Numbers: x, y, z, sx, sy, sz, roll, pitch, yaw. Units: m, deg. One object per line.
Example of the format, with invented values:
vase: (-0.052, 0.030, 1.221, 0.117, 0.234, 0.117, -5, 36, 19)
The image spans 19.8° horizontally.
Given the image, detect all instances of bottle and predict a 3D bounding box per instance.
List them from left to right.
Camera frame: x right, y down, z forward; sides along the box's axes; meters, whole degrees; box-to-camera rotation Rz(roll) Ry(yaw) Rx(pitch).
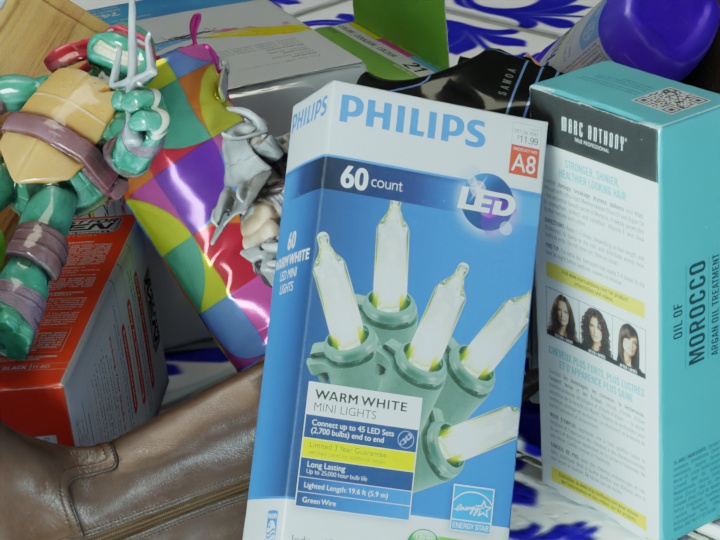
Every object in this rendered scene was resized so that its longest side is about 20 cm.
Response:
bottle: (0.135, -0.112, 1.260, 0.084, 0.065, 0.200, -52, 7, -35)

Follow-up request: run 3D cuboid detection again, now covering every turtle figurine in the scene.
turtle figurine: (-0.142, -0.063, 0.943, 0.149, 0.101, 0.201, 13, 63, 32)

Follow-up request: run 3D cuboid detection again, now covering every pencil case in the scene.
pencil case: (-0.064, -0.025, 1.048, 0.088, 0.201, 0.088, -32, 3, 2)

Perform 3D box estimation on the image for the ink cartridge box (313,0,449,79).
ink cartridge box: (-0.007, -0.132, 1.284, 0.075, 0.201, 0.148, -14, 25, -21)

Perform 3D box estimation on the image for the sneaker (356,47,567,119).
sneaker: (0.093, -0.073, 0.992, 0.199, 0.070, 0.078, -6, 53, -18)

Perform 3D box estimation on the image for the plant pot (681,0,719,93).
plant pot: (0.267, -0.110, 1.245, 0.186, 0.188, 0.200, -24, 16, -38)

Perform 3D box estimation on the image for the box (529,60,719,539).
box: (0.122, 0.014, 0.922, 0.049, 0.201, 0.082, -20, 28, -33)

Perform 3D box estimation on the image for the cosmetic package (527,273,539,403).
cosmetic package: (0.156, -0.013, 1.100, 0.090, 0.107, 0.200, 5, 24, 18)

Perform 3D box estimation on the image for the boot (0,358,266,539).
boot: (-0.101, 0.065, 0.878, 0.199, 0.187, 0.064, -19, 22, -25)

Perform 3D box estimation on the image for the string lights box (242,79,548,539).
string lights box: (0.015, 0.030, 0.882, 0.102, 0.201, 0.059, 9, -9, -18)

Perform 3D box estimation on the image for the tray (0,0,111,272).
tray: (-0.211, -0.059, 1.084, 0.098, 0.201, 0.037, 30, -2, -4)

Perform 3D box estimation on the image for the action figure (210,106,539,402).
action figure: (0.000, 0.000, 0.983, 0.069, 0.200, 0.130, -32, 10, 38)

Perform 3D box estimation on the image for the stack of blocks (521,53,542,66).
stack of blocks: (0.067, -0.049, 1.125, 0.059, 0.115, 0.200, 42, 15, 0)

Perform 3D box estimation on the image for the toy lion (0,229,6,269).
toy lion: (-0.273, 0.010, 1.017, 0.199, 0.193, 0.069, -4, 22, 4)

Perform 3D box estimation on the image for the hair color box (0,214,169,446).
hair color box: (-0.143, 0.056, 1.002, 0.061, 0.102, 0.200, -4, 22, 7)

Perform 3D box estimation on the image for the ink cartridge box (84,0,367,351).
ink cartridge box: (-0.092, -0.067, 1.218, 0.145, 0.147, 0.200, -13, 24, -19)
